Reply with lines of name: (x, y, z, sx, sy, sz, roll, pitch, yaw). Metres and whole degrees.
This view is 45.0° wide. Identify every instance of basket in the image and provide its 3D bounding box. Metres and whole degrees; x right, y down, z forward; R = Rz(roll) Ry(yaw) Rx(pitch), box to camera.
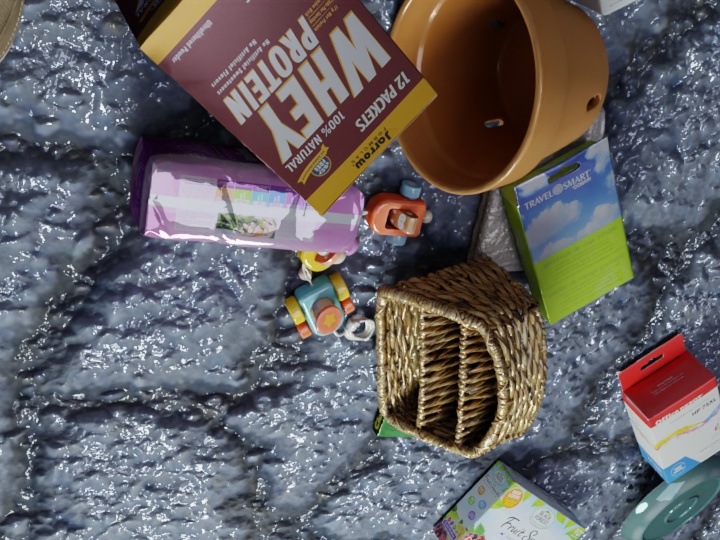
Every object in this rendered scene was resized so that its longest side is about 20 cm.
basket: (0.109, 0.111, 0.954, 0.147, 0.143, 0.203, -16, 128, -21)

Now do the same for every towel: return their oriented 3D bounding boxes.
towel: (0.197, -0.089, 0.979, 0.130, 0.035, 0.203, -5, 120, -23)

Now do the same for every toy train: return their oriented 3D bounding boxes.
toy train: (0.000, 0.000, 0.930, 0.148, 0.056, 0.203, 7, 115, -27)

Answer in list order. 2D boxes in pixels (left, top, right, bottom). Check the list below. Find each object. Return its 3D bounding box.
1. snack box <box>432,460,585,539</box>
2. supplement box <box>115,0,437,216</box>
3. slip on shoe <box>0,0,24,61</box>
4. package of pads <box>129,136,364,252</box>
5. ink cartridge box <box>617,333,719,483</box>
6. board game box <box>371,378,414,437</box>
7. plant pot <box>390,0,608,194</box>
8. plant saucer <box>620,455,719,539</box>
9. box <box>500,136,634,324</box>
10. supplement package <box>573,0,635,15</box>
snack box: (0.218, 0.374, 1.254, 0.143, 0.053, 0.199, -48, 126, 7)
supplement box: (-0.076, -0.188, 0.692, 0.133, 0.200, 0.197, -44, 127, 6)
slip on shoe: (-0.282, -0.241, 0.653, 0.075, 0.061, 0.202, 14, 112, -30)
package of pads: (-0.107, -0.070, 0.791, 0.197, 0.120, 0.077, 4, 106, -23)
ink cartridge box: (0.450, 0.200, 1.245, 0.115, 0.067, 0.201, -32, 127, -2)
board game box: (0.118, 0.166, 1.103, 0.197, 0.024, 0.106, 8, 116, -28)
plant pot: (0.137, -0.181, 0.811, 0.138, 0.199, 0.203, -13, 125, -36)
plant saucer: (0.496, 0.366, 1.359, 0.197, 0.028, 0.202, -22, 141, -18)
box: (0.232, -0.048, 0.969, 0.121, 0.048, 0.202, -28, 126, -6)
supplement package: (0.218, -0.357, 0.777, 0.116, 0.117, 0.202, -26, 126, -7)
